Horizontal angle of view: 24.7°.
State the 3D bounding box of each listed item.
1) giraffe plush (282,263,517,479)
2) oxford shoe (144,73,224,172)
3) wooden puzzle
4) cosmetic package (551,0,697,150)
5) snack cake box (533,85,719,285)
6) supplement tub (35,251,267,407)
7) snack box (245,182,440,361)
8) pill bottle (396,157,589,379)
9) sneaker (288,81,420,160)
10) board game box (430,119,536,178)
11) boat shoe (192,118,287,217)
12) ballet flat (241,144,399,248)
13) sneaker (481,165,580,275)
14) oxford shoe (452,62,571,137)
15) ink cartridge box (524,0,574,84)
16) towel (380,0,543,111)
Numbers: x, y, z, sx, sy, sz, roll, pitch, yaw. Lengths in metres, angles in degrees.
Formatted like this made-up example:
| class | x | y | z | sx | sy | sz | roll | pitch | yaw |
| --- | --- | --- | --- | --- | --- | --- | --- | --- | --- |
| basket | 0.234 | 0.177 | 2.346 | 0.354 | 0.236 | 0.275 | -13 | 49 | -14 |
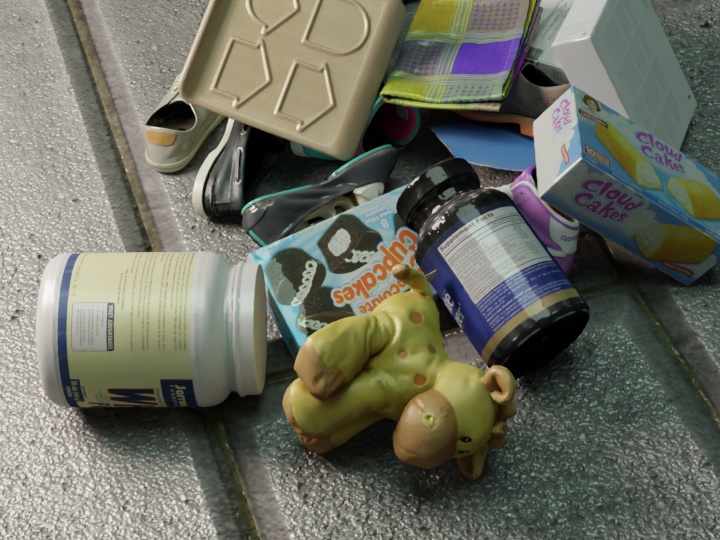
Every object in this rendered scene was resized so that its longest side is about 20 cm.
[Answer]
| class | x | y | z | sx | sy | sz | roll | pitch | yaw |
| --- | --- | --- | --- | --- | --- | --- | --- | --- | --- |
| giraffe plush | 0.052 | 0.112 | 1.464 | 0.200 | 0.173 | 0.162 | -43 | 67 | -12 |
| oxford shoe | -0.189 | -0.191 | 1.846 | 0.075 | 0.058 | 0.200 | 9 | 44 | 15 |
| wooden puzzle | -0.072 | -0.231 | 1.745 | 0.199 | 0.046 | 0.186 | 21 | 81 | -4 |
| cosmetic package | 0.282 | -0.205 | 1.735 | 0.051 | 0.200 | 0.151 | -7 | 37 | 37 |
| snack cake box | 0.269 | -0.084 | 1.632 | 0.199 | 0.067 | 0.115 | 28 | 41 | -23 |
| supplement tub | -0.191 | 0.055 | 1.536 | 0.199 | 0.146 | 0.146 | 0 | 45 | 3 |
| snack box | 0.000 | 0.000 | 1.624 | 0.199 | 0.037 | 0.117 | -25 | 77 | -20 |
| pill bottle | 0.121 | -0.005 | 1.566 | 0.111 | 0.112 | 0.200 | -25 | 66 | -21 |
| sneaker | 0.017 | -0.192 | 1.814 | 0.120 | 0.084 | 0.200 | 16 | 55 | 25 |
| board game box | 0.162 | -0.117 | 1.750 | 0.157 | 0.039 | 0.200 | 0 | 20 | -12 |
| boat shoe | -0.113 | -0.135 | 1.769 | 0.066 | 0.075 | 0.200 | 9 | 49 | 21 |
| ballet flat | -0.030 | -0.067 | 1.713 | 0.199 | 0.073 | 0.073 | -24 | 48 | -28 |
| sneaker | 0.141 | -0.071 | 1.658 | 0.200 | 0.115 | 0.072 | 33 | 36 | 27 |
| oxford shoe | 0.165 | -0.197 | 1.799 | 0.199 | 0.073 | 0.071 | 19 | 23 | 35 |
| ink cartridge box | 0.209 | -0.253 | 1.866 | 0.199 | 0.083 | 0.147 | 19 | 49 | 22 |
| towel | 0.110 | -0.242 | 1.781 | 0.143 | 0.023 | 0.201 | 5 | 44 | 19 |
